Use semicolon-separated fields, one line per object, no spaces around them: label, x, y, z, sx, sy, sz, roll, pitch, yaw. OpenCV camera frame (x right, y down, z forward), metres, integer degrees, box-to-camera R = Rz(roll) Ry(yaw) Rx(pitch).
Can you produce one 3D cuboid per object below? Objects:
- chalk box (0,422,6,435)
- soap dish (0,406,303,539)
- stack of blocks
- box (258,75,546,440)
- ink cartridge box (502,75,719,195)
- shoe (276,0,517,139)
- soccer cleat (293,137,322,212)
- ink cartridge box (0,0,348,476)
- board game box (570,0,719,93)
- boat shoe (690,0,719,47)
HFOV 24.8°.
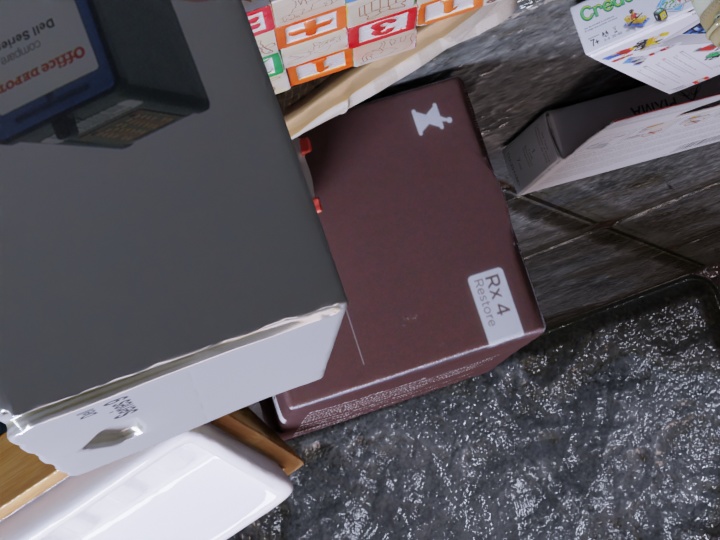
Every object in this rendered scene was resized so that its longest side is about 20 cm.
chalk box;-0.292;0.090;1.116;0.124;0.125;0.200;-20;171;10
soap dish;-0.155;0.134;1.010;0.199;0.082;0.157;-33;148;11
stack of blocks;0.000;-0.125;0.639;0.198;0.059;0.115;-19;171;-1
box;0.000;0.000;1.047;0.163;0.168;0.200;-17;171;-9
ink cartridge box;0.224;-0.119;1.200;0.198;0.044;0.174;-16;170;-20
shoe;-0.019;-0.096;0.741;0.198;0.071;0.053;-23;162;13
soccer cleat;-0.086;-0.059;0.865;0.077;0.070;0.200;-17;165;21
ink cartridge box;-0.076;-0.057;0.428;0.087;0.202;0.145;-18;171;-6
board game box;0.215;-0.155;0.990;0.125;0.035;0.200;-22;171;22
boat shoe;0.258;-0.181;0.827;0.199;0.064;0.073;-22;171;21
